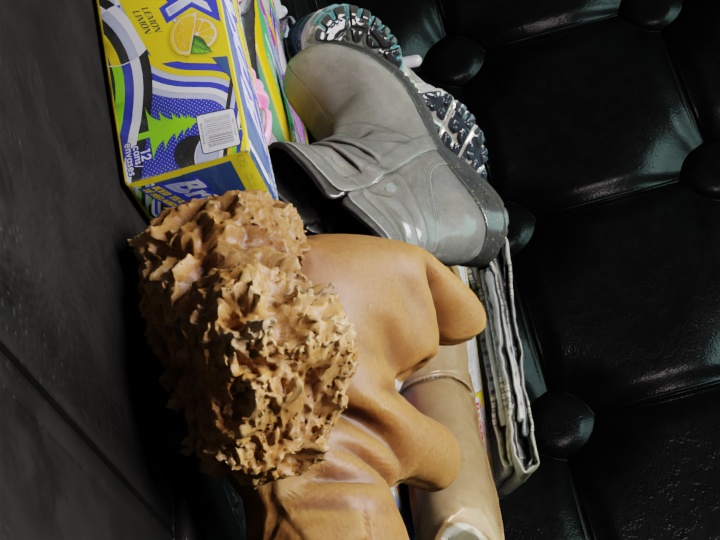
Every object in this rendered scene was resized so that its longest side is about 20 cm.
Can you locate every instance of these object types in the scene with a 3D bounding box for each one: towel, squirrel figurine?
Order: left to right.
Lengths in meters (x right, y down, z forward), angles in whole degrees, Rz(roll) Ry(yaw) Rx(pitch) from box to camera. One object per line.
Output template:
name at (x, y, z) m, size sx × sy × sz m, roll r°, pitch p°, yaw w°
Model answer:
squirrel figurine at (-0.033, 0.070, 0.640) m, size 0.200 × 0.141 × 0.187 m, roll 51°, pitch 31°, yaw -45°
towel at (0.096, 0.081, 1.157) m, size 0.200 × 0.034 × 0.193 m, roll 107°, pitch -22°, yaw -72°

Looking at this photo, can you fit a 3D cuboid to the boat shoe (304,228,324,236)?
boat shoe at (-0.044, -0.012, 0.910) m, size 0.200 × 0.072 × 0.071 m, roll -123°, pitch -159°, yaw -89°

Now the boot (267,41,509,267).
boot at (-0.010, -0.072, 0.863) m, size 0.130 × 0.068 × 0.200 m, roll -5°, pitch 45°, yaw -49°

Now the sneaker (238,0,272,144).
sneaker at (-0.088, -0.121, 0.840) m, size 0.095 × 0.079 × 0.201 m, roll 81°, pitch 4°, yaw -65°

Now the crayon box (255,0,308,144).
crayon box at (-0.080, -0.126, 1.007) m, size 0.200 × 0.058 × 0.173 m, roll 73°, pitch 6°, yaw -47°

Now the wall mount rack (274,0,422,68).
wall mount rack at (-0.046, -0.221, 1.205) m, size 0.173 × 0.075 × 0.200 m, roll 28°, pitch -26°, yaw 32°

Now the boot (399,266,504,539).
boot at (0.048, 0.089, 0.877) m, size 0.200 × 0.066 × 0.176 m, roll -96°, pitch 166°, yaw -56°

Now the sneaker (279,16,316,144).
sneaker at (-0.053, -0.108, 1.198) m, size 0.075 × 0.114 × 0.201 m, roll -40°, pitch 152°, yaw -69°

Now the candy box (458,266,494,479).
candy box at (0.060, 0.070, 1.053) m, size 0.102 × 0.026 × 0.201 m, roll -8°, pitch 90°, yaw -69°

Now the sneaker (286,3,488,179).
sneaker at (0.020, -0.118, 1.083) m, size 0.200 × 0.078 × 0.086 m, roll 52°, pitch -15°, yaw -27°

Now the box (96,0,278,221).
box at (-0.094, -0.120, 0.746) m, size 0.070 × 0.064 × 0.201 m, roll 66°, pitch 10°, yaw -63°

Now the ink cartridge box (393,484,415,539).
ink cartridge box at (-0.010, 0.123, 0.950) m, size 0.200 × 0.076 × 0.137 m, roll 70°, pitch 6°, yaw -64°
